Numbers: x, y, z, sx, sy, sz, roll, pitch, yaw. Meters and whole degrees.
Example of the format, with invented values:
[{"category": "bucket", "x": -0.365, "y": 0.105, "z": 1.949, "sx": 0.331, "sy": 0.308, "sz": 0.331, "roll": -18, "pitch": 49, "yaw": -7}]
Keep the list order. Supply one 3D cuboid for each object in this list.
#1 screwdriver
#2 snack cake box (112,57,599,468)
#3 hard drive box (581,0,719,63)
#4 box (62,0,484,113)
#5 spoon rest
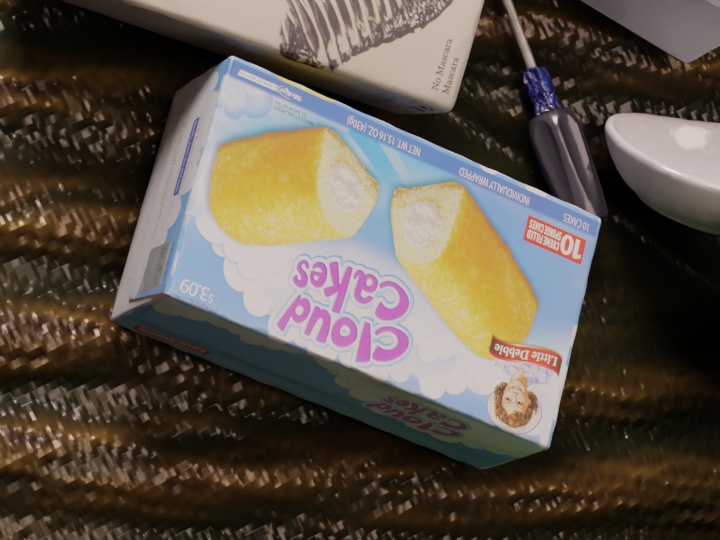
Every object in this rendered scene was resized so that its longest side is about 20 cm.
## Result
[{"category": "screwdriver", "x": 0.077, "y": -0.114, "z": 1.275, "sx": 0.029, "sy": 0.028, "sz": 0.201, "roll": -20, "pitch": 87, "yaw": -59}, {"category": "snack cake box", "x": 0.000, "y": 0.000, "z": 1.176, "sx": 0.199, "sy": 0.067, "sz": 0.116, "roll": 22, "pitch": 69, "yaw": -22}, {"category": "hard drive box", "x": 0.147, "y": -0.232, "z": 1.301, "sx": 0.155, "sy": 0.077, "sz": 0.201, "roll": 27, "pitch": 64, "yaw": -21}, {"category": "box", "x": -0.046, "y": -0.136, "z": 1.165, "sx": 0.199, "sy": 0.068, "sz": 0.083, "roll": 16, "pitch": 88, "yaw": -22}, {"category": "spoon rest", "x": 0.209, "y": -0.047, "z": 1.302, "sx": 0.199, "sy": 0.099, "sz": 0.061, "roll": 13, "pitch": 109, "yaw": -32}]
